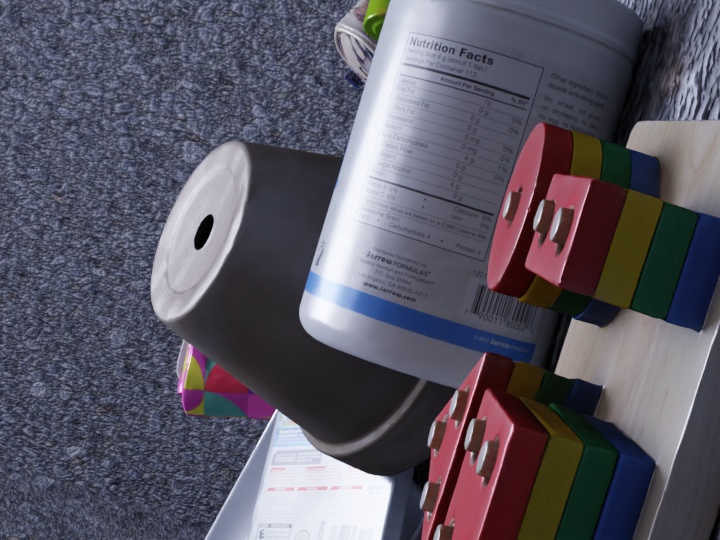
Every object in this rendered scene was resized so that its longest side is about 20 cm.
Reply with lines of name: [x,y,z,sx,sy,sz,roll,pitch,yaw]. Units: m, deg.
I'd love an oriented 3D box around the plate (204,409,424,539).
plate: [-0.036,0.197,1.047,0.200,0.032,0.200,-61,36,10]

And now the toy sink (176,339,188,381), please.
toy sink: [-0.046,0.052,1.283,0.112,0.199,0.131,-104,30,-82]

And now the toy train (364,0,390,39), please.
toy train: [0.022,-0.206,0.990,0.085,0.199,0.117,116,165,-70]

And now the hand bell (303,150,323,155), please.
hand bell: [0.000,0.000,1.149,0.104,0.200,0.105,-19,54,29]

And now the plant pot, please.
plant pot: [-0.027,0.006,0.917,0.200,0.173,0.201,-39,38,39]

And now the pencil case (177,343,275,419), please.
pencil case: [-0.050,0.083,1.191,0.088,0.198,0.089,-175,90,-89]

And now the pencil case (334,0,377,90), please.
pencil case: [0.065,-0.239,1.311,0.200,0.090,0.078,-46,35,-20]

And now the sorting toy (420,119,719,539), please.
sorting toy: [0.075,0.037,0.534,0.199,0.069,0.201,-111,38,-84]

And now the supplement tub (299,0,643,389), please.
supplement tub: [0.055,-0.047,0.751,0.132,0.131,0.201,-144,70,-86]

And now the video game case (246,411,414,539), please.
video game case: [-0.010,0.106,1.018,0.143,0.018,0.201,-10,60,48]
